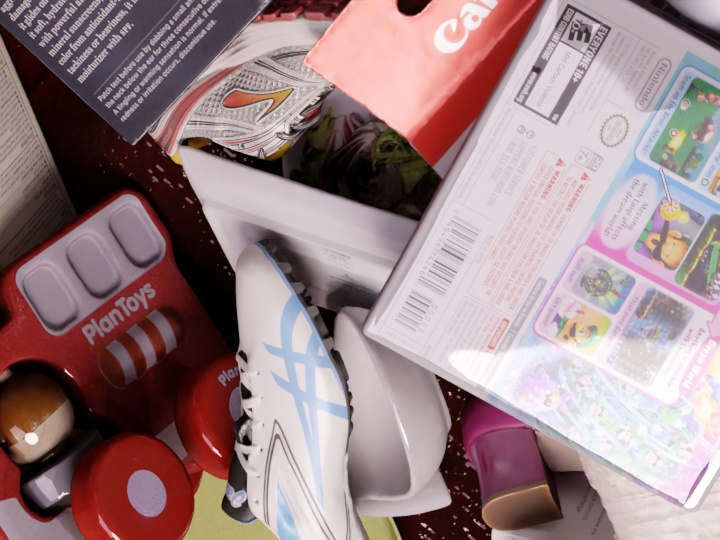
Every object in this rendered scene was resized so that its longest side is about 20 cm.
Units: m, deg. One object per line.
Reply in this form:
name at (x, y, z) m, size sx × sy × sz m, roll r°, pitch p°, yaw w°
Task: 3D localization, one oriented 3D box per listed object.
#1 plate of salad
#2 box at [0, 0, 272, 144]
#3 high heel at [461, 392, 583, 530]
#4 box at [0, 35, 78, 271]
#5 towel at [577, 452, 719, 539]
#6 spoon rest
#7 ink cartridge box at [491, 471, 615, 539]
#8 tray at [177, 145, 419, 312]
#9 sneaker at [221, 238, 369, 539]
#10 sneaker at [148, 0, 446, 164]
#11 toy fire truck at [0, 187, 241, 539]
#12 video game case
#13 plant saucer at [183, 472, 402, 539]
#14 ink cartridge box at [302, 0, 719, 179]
plate of salad at (0.044, -0.031, 1.348) m, size 0.199 × 0.048 × 0.201 m, roll 15°, pitch 125°, yaw 22°
box at (-0.106, -0.201, 1.212) m, size 0.198 × 0.200 × 0.123 m, roll 43°, pitch 129°, yaw -7°
high heel at (0.150, 0.070, 1.391) m, size 0.199 × 0.096 × 0.068 m, roll -11°, pitch 136°, yaw 5°
box at (-0.227, -0.068, 1.425) m, size 0.077 × 0.095 × 0.201 m, roll -5°, pitch 119°, yaw 28°
towel at (0.205, 0.088, 1.294) m, size 0.199 × 0.035 × 0.133 m, roll -14°, pitch 112°, yaw 23°
spoon rest at (0.012, 0.085, 1.379) m, size 0.060 × 0.100 × 0.200 m, roll -24°, pitch 157°, yaw -5°
ink cartridge box at (0.173, 0.191, 1.429) m, size 0.199 × 0.084 × 0.145 m, roll 13°, pitch 126°, yaw 17°
tray at (0.000, 0.000, 1.339) m, size 0.199 × 0.022 × 0.108 m, roll 19°, pitch 154°, yaw 26°
sneaker at (-0.040, 0.084, 1.345) m, size 0.072 × 0.072 × 0.201 m, roll -14°, pitch 109°, yaw -12°
sneaker at (-0.034, -0.102, 1.325) m, size 0.199 × 0.078 × 0.083 m, roll -9°, pitch 113°, yaw 41°
toy fire truck at (-0.145, 0.067, 1.399) m, size 0.112 × 0.200 × 0.168 m, roll -27°, pitch 97°, yaw 48°
video game case at (0.125, -0.013, 1.232) m, size 0.181 × 0.024 × 0.201 m, roll 28°, pitch 107°, yaw -3°
plant saucer at (-0.061, 0.149, 1.539) m, size 0.199 × 0.031 × 0.201 m, roll 12°, pitch 125°, yaw 17°
ink cartridge box at (0.098, -0.090, 1.237) m, size 0.200 × 0.047 × 0.160 m, roll 35°, pitch 109°, yaw -20°
